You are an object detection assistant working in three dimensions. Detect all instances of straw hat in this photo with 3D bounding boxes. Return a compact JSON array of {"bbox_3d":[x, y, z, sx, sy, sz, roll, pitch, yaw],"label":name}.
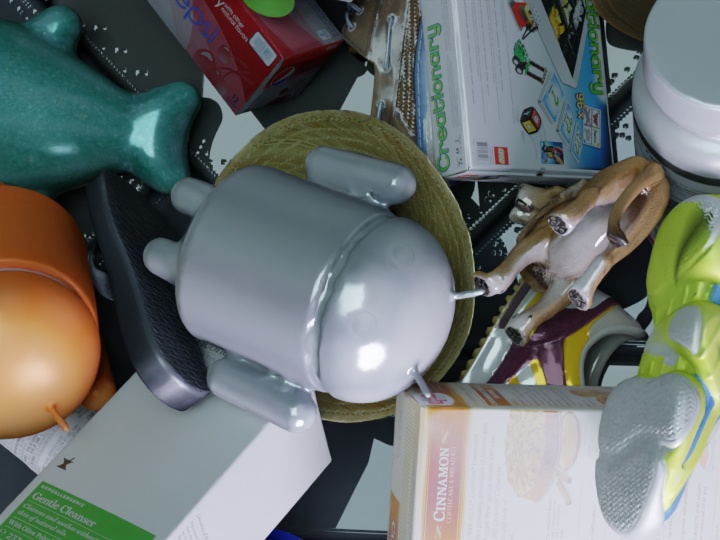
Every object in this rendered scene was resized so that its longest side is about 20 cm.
[{"bbox_3d":[0.000,0.000,1.339,0.201,0.085,0.201,0,89,27],"label":"straw hat"}]

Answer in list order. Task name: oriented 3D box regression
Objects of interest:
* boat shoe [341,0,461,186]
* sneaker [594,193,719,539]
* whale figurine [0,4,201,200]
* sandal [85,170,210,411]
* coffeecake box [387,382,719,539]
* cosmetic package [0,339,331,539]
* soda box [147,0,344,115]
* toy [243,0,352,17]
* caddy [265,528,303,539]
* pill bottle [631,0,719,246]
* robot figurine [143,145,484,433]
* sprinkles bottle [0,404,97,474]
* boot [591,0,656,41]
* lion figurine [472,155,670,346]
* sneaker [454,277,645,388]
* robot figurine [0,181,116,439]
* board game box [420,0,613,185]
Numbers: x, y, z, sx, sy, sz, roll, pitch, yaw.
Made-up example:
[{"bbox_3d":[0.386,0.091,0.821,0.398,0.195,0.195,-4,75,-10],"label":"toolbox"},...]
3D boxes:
[{"bbox_3d":[0.026,-0.153,1.361,0.072,0.072,0.200,-2,84,12],"label":"boat shoe"},{"bbox_3d":[0.204,0.062,1.195,0.105,0.076,0.200,16,90,-30],"label":"sneaker"},{"bbox_3d":[-0.209,-0.100,1.386,0.200,0.104,0.159,9,85,8],"label":"whale figurine"},{"bbox_3d":[-0.142,0.009,1.297,0.043,0.076,0.200,-36,40,16],"label":"sandal"},{"bbox_3d":[0.120,0.149,1.259,0.200,0.073,0.154,2,99,-11],"label":"coffeecake box"},{"bbox_3d":[-0.120,0.137,1.267,0.108,0.085,0.200,19,52,29],"label":"cosmetic package"},{"bbox_3d":[-0.103,-0.201,1.383,0.200,0.070,0.063,53,130,11],"label":"soda box"},{"bbox_3d":[-0.032,-0.234,1.368,0.115,0.047,0.200,9,47,14],"label":"toy"},{"bbox_3d":[-0.081,0.260,1.324,0.141,0.105,0.200,8,85,36],"label":"caddy"},{"bbox_3d":[0.217,-0.085,1.238,0.114,0.200,0.114,-4,62,7],"label":"pill bottle"},{"bbox_3d":[-0.028,0.008,1.241,0.200,0.113,0.170,22,88,26],"label":"robot figurine"},{"bbox_3d":[-0.199,0.101,1.380,0.200,0.068,0.068,36,92,13],"label":"sprinkles bottle"},{"bbox_3d":[0.166,-0.247,1.339,0.077,0.200,0.155,-31,33,41],"label":"boot"},{"bbox_3d":[0.137,-0.025,1.233,0.122,0.200,0.072,-40,97,-26],"label":"lion figurine"},{"bbox_3d":[0.100,0.099,1.317,0.090,0.075,0.200,28,91,18],"label":"sneaker"},{"bbox_3d":[-0.221,0.024,1.294,0.117,0.200,0.144,-13,124,-5],"label":"robot figurine"},{"bbox_3d":[0.096,-0.154,1.325,0.035,0.126,0.200,-14,78,51],"label":"board game box"}]
